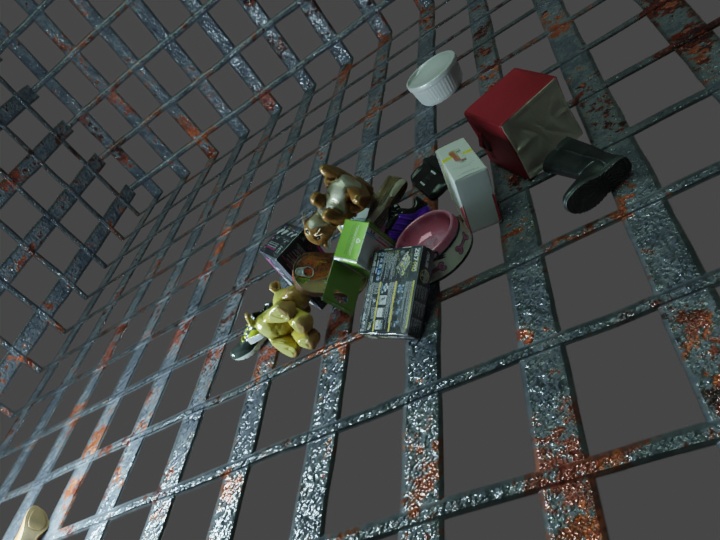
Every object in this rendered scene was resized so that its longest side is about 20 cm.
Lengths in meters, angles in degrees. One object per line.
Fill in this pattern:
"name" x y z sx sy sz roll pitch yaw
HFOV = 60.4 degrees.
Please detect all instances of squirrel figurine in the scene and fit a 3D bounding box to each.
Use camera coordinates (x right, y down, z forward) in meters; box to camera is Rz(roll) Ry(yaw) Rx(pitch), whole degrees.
"squirrel figurine" -0.058 -0.148 1.551 0.188 0.141 0.199 -58 -16 21

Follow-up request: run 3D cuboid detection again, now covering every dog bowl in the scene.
"dog bowl" 0.166 -0.061 1.474 0.198 0.074 0.202 -30 31 20

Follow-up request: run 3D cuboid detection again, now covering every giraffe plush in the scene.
"giraffe plush" -0.184 0.107 1.583 0.197 0.174 0.163 -8 36 28

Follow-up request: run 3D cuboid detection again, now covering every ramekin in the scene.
"ramekin" 0.264 -0.659 2.145 0.200 0.094 0.204 -30 31 20

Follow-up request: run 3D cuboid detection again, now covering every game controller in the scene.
"game controller" 0.205 -0.264 1.750 0.105 0.042 0.200 -52 26 11

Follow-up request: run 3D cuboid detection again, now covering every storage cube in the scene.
"storage cube" 0.391 -0.355 1.497 0.199 0.172 0.180 -40 30 0

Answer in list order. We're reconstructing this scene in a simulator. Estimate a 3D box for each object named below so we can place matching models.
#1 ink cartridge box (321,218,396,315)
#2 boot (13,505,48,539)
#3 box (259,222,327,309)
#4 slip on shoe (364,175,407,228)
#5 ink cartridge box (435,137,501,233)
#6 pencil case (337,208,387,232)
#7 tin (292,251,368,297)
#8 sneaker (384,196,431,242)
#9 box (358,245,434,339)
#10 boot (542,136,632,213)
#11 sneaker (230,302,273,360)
"ink cartridge box" 0.000 0.000 1.485 0.075 0.147 0.204 9 77 34
"boot" -0.957 0.777 1.732 0.155 0.077 0.201 -43 36 6
"box" -0.155 -0.011 1.667 0.115 0.201 0.132 -46 29 -14
"slip on shoe" 0.050 -0.173 1.616 0.060 0.076 0.201 29 67 15
"ink cartridge box" 0.255 -0.205 1.474 0.082 0.147 0.201 -22 31 6
"pencil case" 0.016 -0.138 1.741 0.198 0.090 0.085 5 78 51
"tin" -0.077 0.014 1.573 0.042 0.196 0.114 117 152 -57
"sneaker" 0.092 -0.116 1.595 0.199 0.100 0.070 -36 6 4
"box" 0.078 0.050 1.383 0.160 0.049 0.204 -7 67 49
"boot" 0.452 -0.208 1.327 0.163 0.066 0.200 -34 32 -3
"sneaker" -0.295 0.163 1.723 0.199 0.085 0.075 -42 28 -1
